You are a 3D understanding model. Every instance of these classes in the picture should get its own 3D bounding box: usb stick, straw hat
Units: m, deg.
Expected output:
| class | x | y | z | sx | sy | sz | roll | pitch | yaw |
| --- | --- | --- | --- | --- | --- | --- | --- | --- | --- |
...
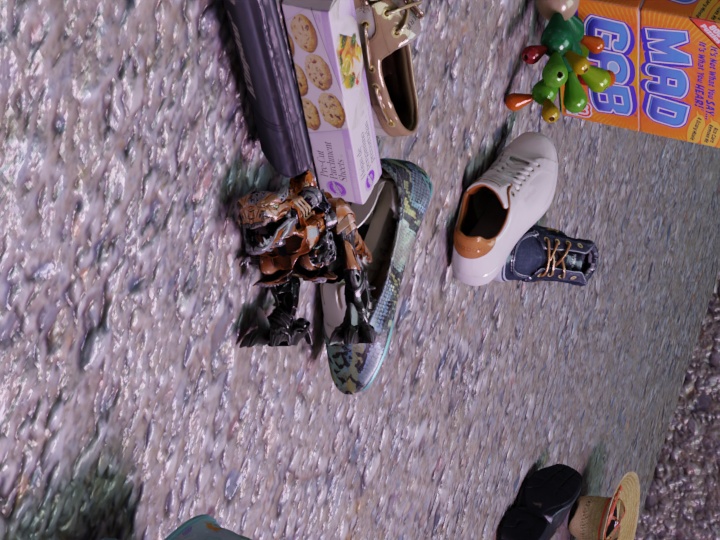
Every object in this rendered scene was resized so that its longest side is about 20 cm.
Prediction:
| class | x | y | z | sx | sy | sz | roll | pitch | yaw |
| --- | --- | --- | --- | --- | --- | --- | --- | --- | --- |
| usb stick | -0.065 | -0.142 | 1.031 | 0.201 | 0.032 | 0.056 | 78 | -11 | -50 |
| straw hat | 0.384 | 0.407 | 2.519 | 0.201 | 0.084 | 0.203 | -35 | 130 | -57 |

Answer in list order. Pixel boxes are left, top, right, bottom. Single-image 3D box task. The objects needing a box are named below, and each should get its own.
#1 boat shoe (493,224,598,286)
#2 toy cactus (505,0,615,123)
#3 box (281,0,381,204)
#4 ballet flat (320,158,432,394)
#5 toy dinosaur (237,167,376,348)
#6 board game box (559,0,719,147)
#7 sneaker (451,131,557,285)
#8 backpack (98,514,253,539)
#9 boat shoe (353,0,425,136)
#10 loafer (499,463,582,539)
| class | x | y | z | sx | sy | sz | roll | pitch | yaw |
| --- | --- | --- | --- | --- | --- | --- | --- | --- | --- |
| boat shoe | 0.212 | -0.019 | 1.778 | 0.200 | 0.090 | 0.072 | -13 | 115 | -67 |
| toy cactus | 0.208 | -0.249 | 1.653 | 0.200 | 0.101 | 0.167 | -31 | 113 | -59 |
| box | -0.019 | -0.133 | 1.166 | 0.201 | 0.041 | 0.039 | 80 | 32 | -49 |
| ballet flat | 0.000 | 0.000 | 1.291 | 0.074 | 0.074 | 0.202 | 39 | 65 | -68 |
| toy dinosaur | -0.030 | -0.012 | 1.156 | 0.199 | 0.102 | 0.137 | 0 | 86 | -47 |
| board game box | 0.353 | -0.300 | 1.811 | 0.201 | 0.198 | 0.201 | 76 | 34 | -52 |
| sneaker | 0.153 | -0.082 | 1.606 | 0.085 | 0.072 | 0.201 | 80 | 32 | -52 |
| backpack | -0.125 | 0.254 | 0.984 | 0.200 | 0.150 | 0.179 | -34 | 137 | -51 |
| boat shoe | 0.016 | -0.188 | 1.183 | 0.201 | 0.066 | 0.074 | 84 | 28 | -43 |
| loafer | 0.243 | 0.339 | 2.139 | 0.200 | 0.072 | 0.073 | -38 | 147 | -45 |
